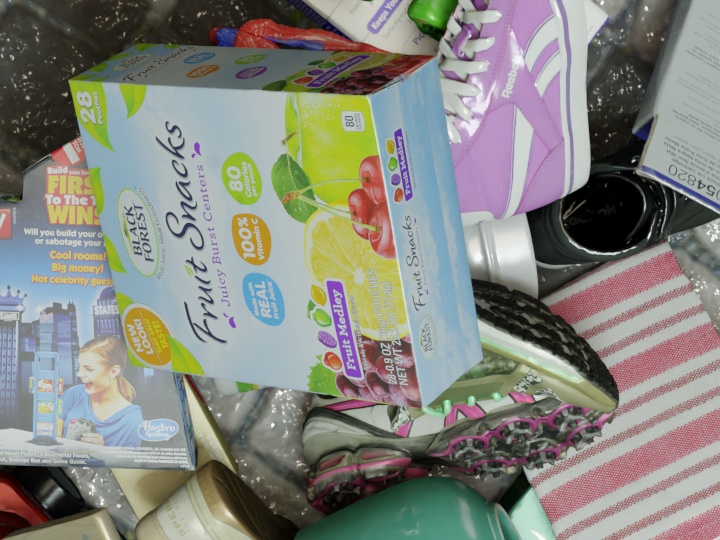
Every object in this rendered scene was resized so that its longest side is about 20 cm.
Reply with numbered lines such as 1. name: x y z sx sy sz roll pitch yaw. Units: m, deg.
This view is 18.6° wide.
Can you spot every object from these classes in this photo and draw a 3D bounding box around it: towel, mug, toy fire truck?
1. towel: 0.164 0.093 1.327 0.145 0.030 0.201 -24 64 -2
2. mug: 0.052 0.209 1.263 0.114 0.152 0.186 -26 113 8
3. toy fire truck: -0.160 0.193 1.260 0.129 0.200 0.176 -42 96 0

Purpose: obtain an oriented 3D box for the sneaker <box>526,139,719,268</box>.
1. sneaker: 0.191 -0.053 1.320 0.199 0.099 0.071 -24 94 -3

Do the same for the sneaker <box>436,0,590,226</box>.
1. sneaker: 0.062 -0.111 1.201 0.114 0.073 0.202 -20 121 -16

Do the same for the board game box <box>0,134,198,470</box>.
1. board game box: -0.188 0.008 1.252 0.198 0.062 0.202 3 93 -3

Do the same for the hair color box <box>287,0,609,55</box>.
1. hair color box: 0.036 -0.170 1.318 0.200 0.065 0.110 38 89 -7

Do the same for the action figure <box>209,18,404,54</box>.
1. action figure: -0.039 -0.106 1.250 0.098 0.200 0.066 16 93 -8

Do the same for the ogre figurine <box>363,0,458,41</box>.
1. ogre figurine: 0.033 -0.201 1.236 0.199 0.098 0.121 21 89 -7

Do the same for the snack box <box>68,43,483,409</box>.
1. snack box: -0.045 -0.026 1.138 0.199 0.068 0.170 6 116 37

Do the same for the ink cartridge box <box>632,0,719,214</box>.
1. ink cartridge box: 0.262 -0.075 1.299 0.199 0.041 0.201 28 52 -5

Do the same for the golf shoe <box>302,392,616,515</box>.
1. golf shoe: 0.054 0.079 1.303 0.199 0.073 0.093 -16 59 18

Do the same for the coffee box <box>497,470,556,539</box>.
1. coffee box: 0.098 0.226 1.359 0.123 0.044 0.200 41 90 -4

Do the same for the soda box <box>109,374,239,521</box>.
1. soda box: -0.148 0.050 1.320 0.067 0.064 0.201 -28 96 -2

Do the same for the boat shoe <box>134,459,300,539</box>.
1. boat shoe: -0.063 0.184 1.297 0.065 0.072 0.200 -33 138 7

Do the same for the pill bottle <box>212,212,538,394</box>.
1. pill bottle: 0.000 0.000 1.303 0.198 0.111 0.112 -12 95 -3

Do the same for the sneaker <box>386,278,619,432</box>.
1. sneaker: 0.047 0.052 1.234 0.199 0.077 0.089 19 111 -3
